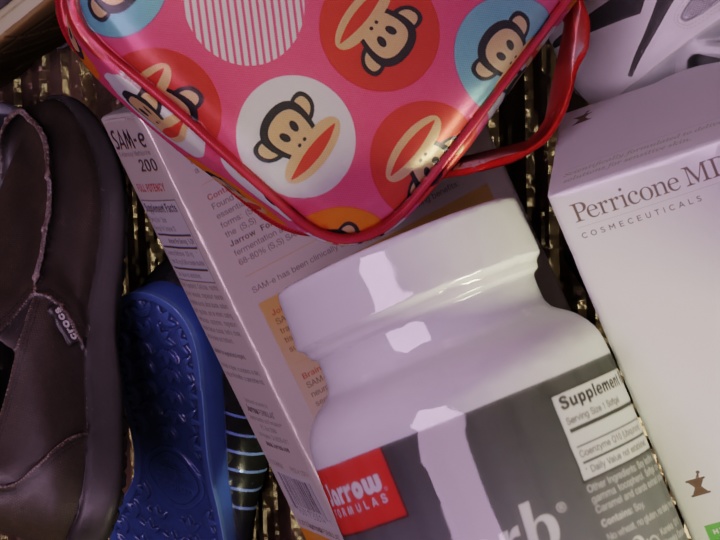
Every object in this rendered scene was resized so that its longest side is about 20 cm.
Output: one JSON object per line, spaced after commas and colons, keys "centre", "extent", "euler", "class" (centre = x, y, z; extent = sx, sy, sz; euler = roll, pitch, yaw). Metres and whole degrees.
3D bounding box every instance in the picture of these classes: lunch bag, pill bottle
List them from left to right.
{"centre": [0.008, -0.112, 0.844], "extent": [0.176, 0.082, 0.200], "euler": [41, 85, -12], "class": "lunch bag"}
{"centre": [0.050, 0.083, 0.843], "extent": [0.116, 0.116, 0.200], "euler": [-24, 86, 25], "class": "pill bottle"}

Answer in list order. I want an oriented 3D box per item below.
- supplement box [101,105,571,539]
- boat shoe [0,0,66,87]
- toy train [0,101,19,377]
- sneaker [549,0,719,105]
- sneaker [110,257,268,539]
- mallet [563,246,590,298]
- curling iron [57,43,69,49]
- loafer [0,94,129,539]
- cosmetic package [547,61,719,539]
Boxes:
{"centre": [0.000, 0.000, 0.930], "extent": [0.126, 0.074, 0.200], "euler": [-27, 99, -15], "class": "supplement box"}
{"centre": [-0.157, -0.116, 0.980], "extent": [0.200, 0.073, 0.065], "euler": [-21, 92, 54], "class": "boat shoe"}
{"centre": [-0.176, 0.022, 1.032], "extent": [0.114, 0.085, 0.200], "euler": [-16, 70, 20], "class": "toy train"}
{"centre": [0.146, -0.137, 0.889], "extent": [0.200, 0.074, 0.089], "euler": [-41, 85, 23], "class": "sneaker"}
{"centre": [-0.063, 0.075, 1.024], "extent": [0.070, 0.078, 0.200], "euler": [23, 130, 26], "class": "sneaker"}
{"centre": [0.164, -0.048, 0.921], "extent": [0.066, 0.041, 0.200], "euler": [45, 109, 6], "class": "mallet"}
{"centre": [-0.105, -0.174, 0.989], "extent": [0.050, 0.026, 0.200], "euler": [47, 130, 21], "class": "curling iron"}
{"centre": [-0.135, 0.015, 0.945], "extent": [0.073, 0.071, 0.200], "euler": [128, 141, -54], "class": "loafer"}
{"centre": [0.155, 0.026, 0.875], "extent": [0.108, 0.085, 0.200], "euler": [-20, 111, 18], "class": "cosmetic package"}
